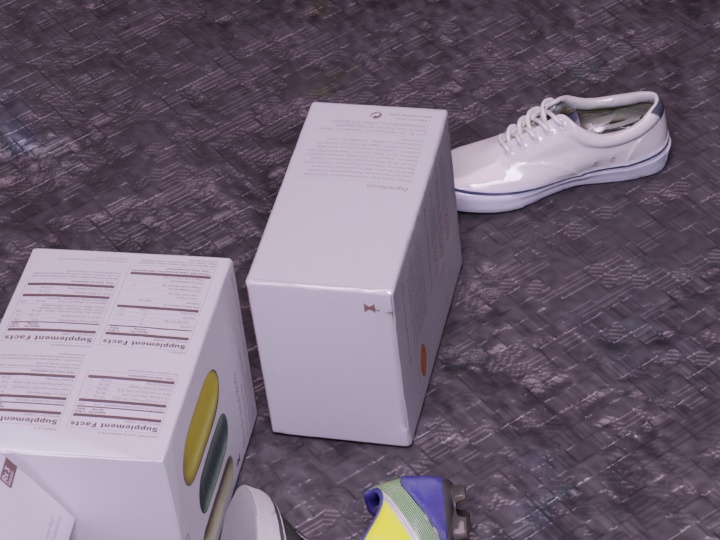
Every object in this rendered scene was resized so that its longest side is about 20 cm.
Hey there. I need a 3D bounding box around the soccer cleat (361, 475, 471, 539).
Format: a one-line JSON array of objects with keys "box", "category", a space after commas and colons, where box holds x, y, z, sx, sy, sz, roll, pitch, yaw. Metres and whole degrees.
[{"box": [0.028, 0.216, 1.526, 0.083, 0.065, 0.201, -3, 43, 8], "category": "soccer cleat"}]

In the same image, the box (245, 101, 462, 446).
[{"box": [0.000, 0.000, 1.705, 0.105, 0.153, 0.201, 5, 43, 13], "category": "box"}]

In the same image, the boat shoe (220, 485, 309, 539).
[{"box": [-0.046, 0.215, 1.547, 0.063, 0.071, 0.200, 14, 26, -24], "category": "boat shoe"}]

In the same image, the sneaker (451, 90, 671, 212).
[{"box": [0.145, -0.102, 1.855, 0.198, 0.071, 0.073, -14, 42, -6], "category": "sneaker"}]

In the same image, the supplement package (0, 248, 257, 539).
[{"box": [-0.169, 0.109, 1.608, 0.149, 0.153, 0.201, 3, 40, 12], "category": "supplement package"}]

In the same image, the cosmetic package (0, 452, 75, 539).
[{"box": [-0.287, 0.208, 1.510, 0.199, 0.081, 0.113, -24, 34, 30], "category": "cosmetic package"}]
